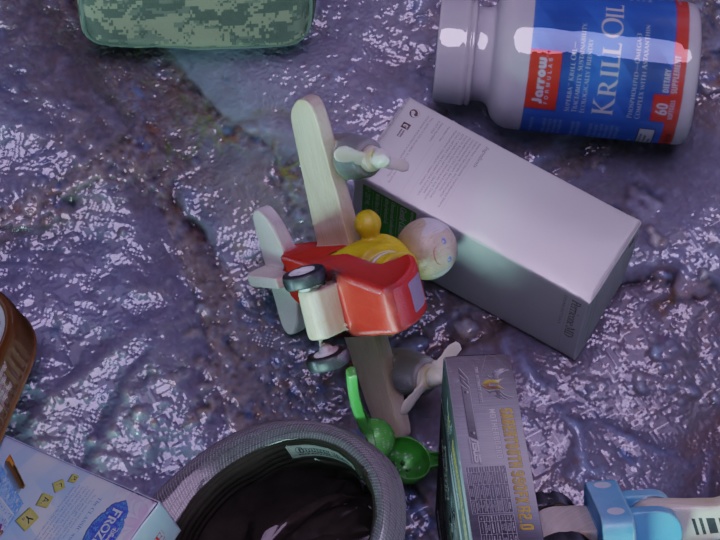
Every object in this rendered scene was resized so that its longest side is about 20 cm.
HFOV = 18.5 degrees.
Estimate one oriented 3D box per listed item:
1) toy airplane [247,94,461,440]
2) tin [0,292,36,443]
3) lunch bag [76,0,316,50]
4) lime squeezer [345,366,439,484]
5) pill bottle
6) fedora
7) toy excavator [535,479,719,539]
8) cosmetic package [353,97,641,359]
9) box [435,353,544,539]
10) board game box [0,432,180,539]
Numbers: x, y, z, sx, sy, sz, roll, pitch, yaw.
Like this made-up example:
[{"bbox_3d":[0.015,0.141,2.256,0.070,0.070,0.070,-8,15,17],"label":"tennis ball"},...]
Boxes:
[{"bbox_3d":[0.000,0.000,1.586,0.141,0.200,0.200,-19,59,-11],"label":"toy airplane"},{"bbox_3d":[-0.302,0.097,1.581,0.111,0.042,0.201,1,53,22],"label":"tin"},{"bbox_3d":[-0.136,-0.277,1.750,0.199,0.140,0.168,-3,48,-3],"label":"lunch bag"},{"bbox_3d":[0.032,0.122,1.561,0.070,0.200,0.038,-17,58,36],"label":"lime squeezer"},{"bbox_3d":[0.157,-0.161,1.707,0.199,0.112,0.113,5,64,2],"label":"pill bottle"},{"bbox_3d":[-0.054,0.200,1.530,0.200,0.090,0.177,-38,56,-5],"label":"fedora"},{"bbox_3d":[0.208,0.182,1.502,0.199,0.100,0.195,-3,106,-5],"label":"toy excavator"},{"bbox_3d":[0.099,-0.032,1.646,0.199,0.108,0.085,30,67,14],"label":"cosmetic package"},{"bbox_3d":[0.085,0.180,1.481,0.048,0.159,0.200,-2,41,-5],"label":"box"},{"bbox_3d":[-0.255,0.216,1.512,0.199,0.041,0.200,19,63,36],"label":"board game box"}]
